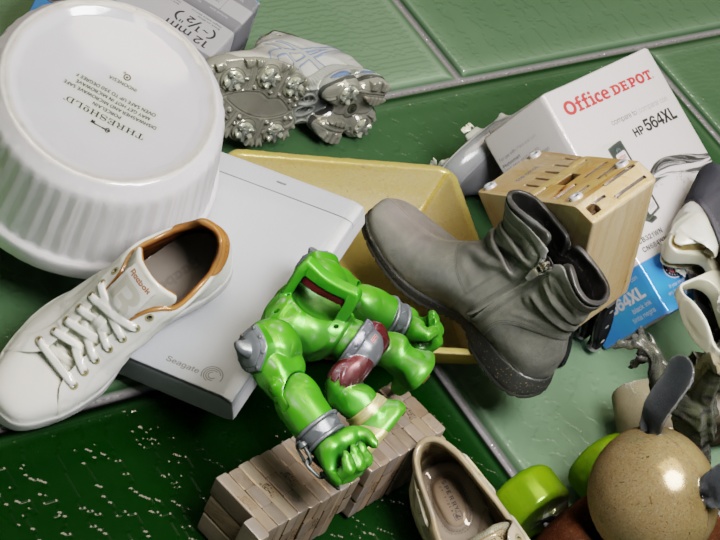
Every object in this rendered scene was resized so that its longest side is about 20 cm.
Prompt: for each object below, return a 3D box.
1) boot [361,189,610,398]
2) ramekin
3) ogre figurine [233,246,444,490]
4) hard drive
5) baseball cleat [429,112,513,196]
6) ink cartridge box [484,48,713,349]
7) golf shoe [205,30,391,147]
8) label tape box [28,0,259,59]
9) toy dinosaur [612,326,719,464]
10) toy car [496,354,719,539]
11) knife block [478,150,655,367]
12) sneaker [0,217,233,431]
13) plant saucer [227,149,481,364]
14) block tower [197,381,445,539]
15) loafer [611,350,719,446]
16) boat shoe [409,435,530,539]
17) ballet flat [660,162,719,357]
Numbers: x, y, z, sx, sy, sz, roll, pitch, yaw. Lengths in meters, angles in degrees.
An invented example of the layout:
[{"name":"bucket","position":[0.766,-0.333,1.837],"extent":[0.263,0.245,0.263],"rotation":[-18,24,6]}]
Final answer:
[{"name":"boot","position":[0.095,-0.015,1.562],"extent":[0.067,0.131,0.200],"rotation":[-26,62,-41]},{"name":"ramekin","position":[-0.187,-0.102,1.514],"extent":[0.201,0.094,0.204],"rotation":[11,56,-16]},{"name":"ogre figurine","position":[-0.015,0.054,1.452],"extent":[0.120,0.098,0.200],"rotation":[42,53,-4]},{"name":"hard drive","position":[-0.100,0.005,1.540],"extent":[0.131,0.027,0.200],"rotation":[21,54,18]},{"name":"baseball cleat","position":[0.152,-0.088,1.785],"extent":[0.199,0.070,0.107],"rotation":[-28,69,-38]},{"name":"ink cartridge box","position":[0.214,-0.060,1.728],"extent":[0.146,0.084,0.201],"rotation":[-26,85,-41]},{"name":"golf shoe","position":[-0.073,-0.154,1.733],"extent":[0.199,0.079,0.097],"rotation":[4,36,-47]},{"name":"label tape box","position":[-0.188,-0.181,1.713],"extent":[0.143,0.066,0.200],"rotation":[30,40,5]},{"name":"toy dinosaur","position":[0.222,0.081,1.512],"extent":[0.047,0.200,0.088],"rotation":[-37,66,-15]},{"name":"toy car","position":[0.209,0.154,1.467],"extent":[0.157,0.201,0.165],"rotation":[-17,56,-37]},{"name":"knife block","position":[0.168,0.002,1.604],"extent":[0.064,0.200,0.176],"rotation":[-35,110,-21]},{"name":"sneaker","position":[-0.172,0.027,1.444],"extent":[0.200,0.085,0.073],"rotation":[-40,80,-15]},{"name":"plant saucer","position":[0.000,0.000,1.635],"extent":[0.198,0.049,0.201],"rotation":[3,47,-24]},{"name":"block tower","position":[-0.025,0.141,1.474],"extent":[0.058,0.054,0.199],"rotation":[43,44,20]},{"name":"loafer","position":[0.275,0.095,1.654],"extent":[0.199,0.076,0.069],"rotation":[-12,60,-34]},{"name":"boat shoe","position":[0.086,0.199,1.444],"extent":[0.072,0.065,0.201],"rotation":[-24,55,-7]},{"name":"ballet flat","position":[0.267,0.002,1.630],"extent":[0.072,0.073,0.201],"rotation":[4,58,-23]}]
